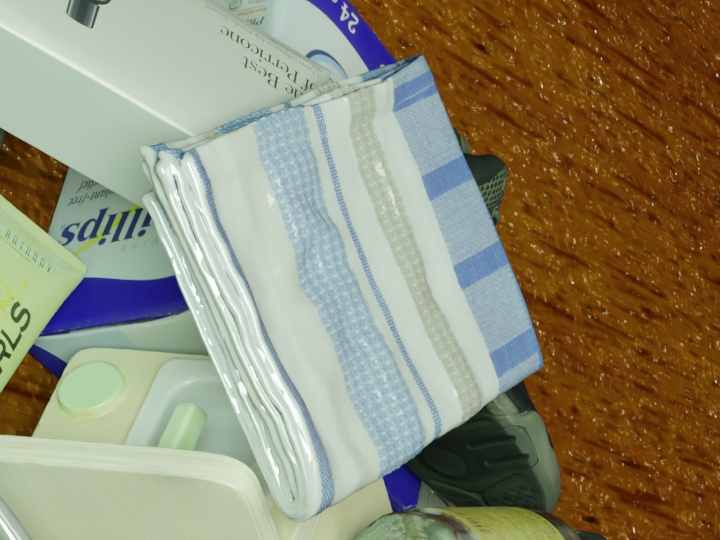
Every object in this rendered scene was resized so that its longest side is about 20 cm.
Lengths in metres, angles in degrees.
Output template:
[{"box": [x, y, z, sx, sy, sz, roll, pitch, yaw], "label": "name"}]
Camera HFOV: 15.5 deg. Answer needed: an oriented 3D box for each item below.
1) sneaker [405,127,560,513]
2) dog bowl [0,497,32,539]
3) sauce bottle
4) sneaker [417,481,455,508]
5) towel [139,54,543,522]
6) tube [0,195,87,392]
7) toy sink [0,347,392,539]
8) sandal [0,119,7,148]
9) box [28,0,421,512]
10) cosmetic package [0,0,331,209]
[{"box": [0.043, 0.016, 1.149, 0.200, 0.076, 0.115, 55, 46, -26], "label": "sneaker"}, {"box": [-0.183, 0.137, 0.879, 0.199, 0.059, 0.202, 15, 63, -32], "label": "dog bowl"}, {"box": [0.060, 0.129, 1.096, 0.200, 0.064, 0.065, 8, 76, -63], "label": "sauce bottle"}, {"box": [0.045, 0.091, 1.240, 0.076, 0.092, 0.200, 30, 20, -42], "label": "sneaker"}, {"box": [0.000, 0.000, 1.016, 0.200, 0.024, 0.148, -26, 94, -56], "label": "towel"}, {"box": [-0.169, 0.040, 1.022, 0.201, 0.051, 0.058, -67, 156, -45], "label": "tube"}, {"box": [-0.065, 0.104, 1.055, 0.112, 0.129, 0.201, -68, 151, -41], "label": "toy sink"}, {"box": [-0.185, -0.011, 1.003, 0.201, 0.081, 0.055, -70, 161, -50], "label": "sandal"}, {"box": [-0.041, -0.009, 1.193, 0.184, 0.104, 0.201, 48, 45, -42], "label": "box"}, {"box": [-0.108, -0.088, 1.031, 0.199, 0.051, 0.083, 29, 44, -20], "label": "cosmetic package"}]
